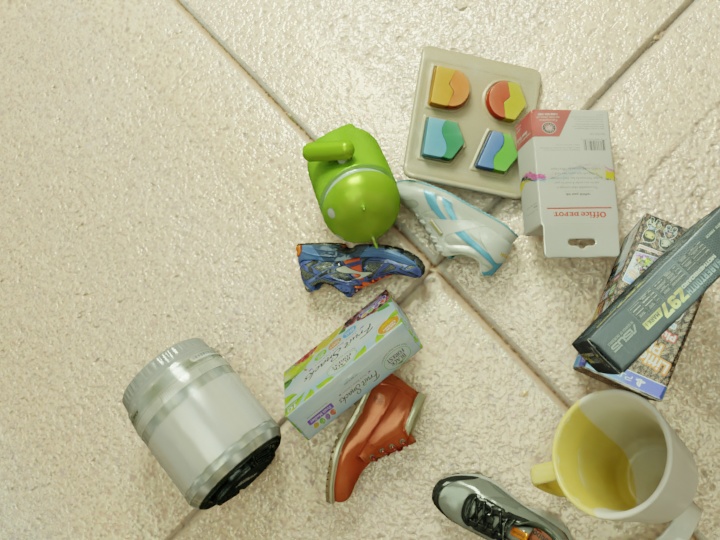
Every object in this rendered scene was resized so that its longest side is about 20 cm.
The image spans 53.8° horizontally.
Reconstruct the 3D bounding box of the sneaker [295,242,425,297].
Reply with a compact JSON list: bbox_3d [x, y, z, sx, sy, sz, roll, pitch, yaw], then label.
[{"bbox_3d":[0.000,0.000,1.044,0.196,0.075,0.080,3,94,19],"label":"sneaker"}]

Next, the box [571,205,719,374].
[{"bbox_3d":[0.317,0.024,0.753,0.200,0.158,0.051,-46,76,2],"label":"box"}]

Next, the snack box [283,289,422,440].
[{"bbox_3d":[-0.016,0.126,0.984,0.199,0.142,0.053,-40,108,5],"label":"snack box"}]

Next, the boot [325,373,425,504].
[{"bbox_3d":[0.019,0.245,0.999,0.106,0.075,0.203,23,86,10],"label":"boot"}]

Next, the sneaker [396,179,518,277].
[{"bbox_3d":[0.122,-0.066,1.017,0.198,0.076,0.082,30,94,18],"label":"sneaker"}]

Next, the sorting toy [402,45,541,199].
[{"bbox_3d":[0.164,-0.215,1.020,0.181,0.036,0.204,10,83,-6],"label":"sorting toy"}]

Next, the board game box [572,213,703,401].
[{"bbox_3d":[0.358,0.052,0.903,0.095,0.159,0.203,22,88,14],"label":"board game box"}]

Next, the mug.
[{"bbox_3d":[0.328,0.239,0.889,0.185,0.152,0.152,14,77,50],"label":"mug"}]

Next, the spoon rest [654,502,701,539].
[{"bbox_3d":[0.365,0.376,0.906,0.099,0.061,0.201,35,90,15],"label":"spoon rest"}]

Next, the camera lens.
[{"bbox_3d":[-0.221,0.219,1.008,0.160,0.160,0.200,-44,76,3],"label":"camera lens"}]

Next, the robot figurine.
[{"bbox_3d":[-0.010,-0.123,1.012,0.114,0.177,0.202,-22,47,2],"label":"robot figurine"}]

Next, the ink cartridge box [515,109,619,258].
[{"bbox_3d":[0.283,-0.112,0.974,0.114,0.068,0.204,-1,80,-8],"label":"ink cartridge box"}]

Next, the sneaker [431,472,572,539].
[{"bbox_3d":[0.188,0.330,0.943,0.197,0.079,0.075,21,89,16],"label":"sneaker"}]
